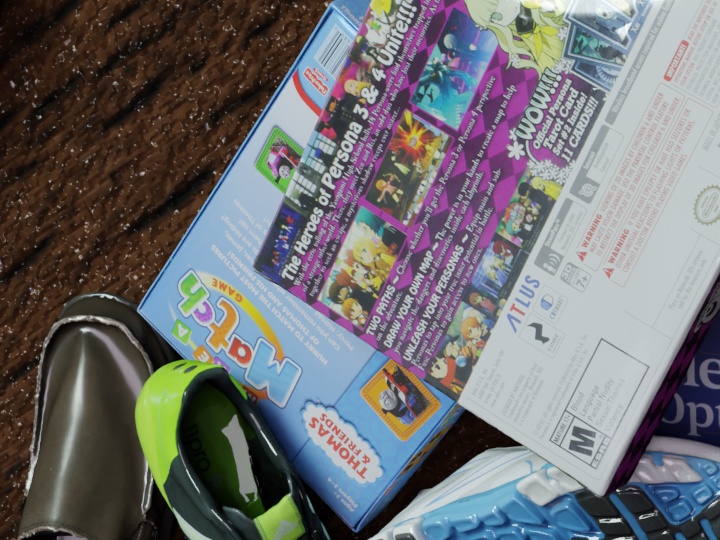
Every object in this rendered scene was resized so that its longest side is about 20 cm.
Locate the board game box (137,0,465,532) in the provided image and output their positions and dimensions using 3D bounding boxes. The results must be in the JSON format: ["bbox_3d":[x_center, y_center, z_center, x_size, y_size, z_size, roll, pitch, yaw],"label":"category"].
[{"bbox_3d":[0.000,0.000,0.911,0.151,0.037,0.200,44,126,11],"label":"board game box"}]

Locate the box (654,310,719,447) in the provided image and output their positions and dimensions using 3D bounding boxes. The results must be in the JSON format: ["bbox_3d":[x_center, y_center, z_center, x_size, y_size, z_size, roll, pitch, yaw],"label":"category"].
[{"bbox_3d":[0.174,0.040,0.862,0.120,0.032,0.202,5,114,23],"label":"box"}]

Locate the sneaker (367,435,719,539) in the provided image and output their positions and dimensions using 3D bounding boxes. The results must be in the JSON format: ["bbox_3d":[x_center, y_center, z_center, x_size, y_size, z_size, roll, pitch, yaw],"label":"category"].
[{"bbox_3d":[0.085,0.100,0.889,0.199,0.087,0.075,-17,112,34],"label":"sneaker"}]

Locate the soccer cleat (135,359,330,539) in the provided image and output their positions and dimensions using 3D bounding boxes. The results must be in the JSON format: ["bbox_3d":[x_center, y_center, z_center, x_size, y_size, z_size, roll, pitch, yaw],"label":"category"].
[{"bbox_3d":[-0.040,0.132,0.926,0.067,0.081,0.201,-31,94,-20],"label":"soccer cleat"}]

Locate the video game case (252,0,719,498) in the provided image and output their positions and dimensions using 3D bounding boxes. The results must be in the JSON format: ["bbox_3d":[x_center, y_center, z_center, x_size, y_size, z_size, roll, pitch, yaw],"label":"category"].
[{"bbox_3d":[0.070,-0.043,0.803,0.181,0.036,0.201,31,108,21],"label":"video game case"}]

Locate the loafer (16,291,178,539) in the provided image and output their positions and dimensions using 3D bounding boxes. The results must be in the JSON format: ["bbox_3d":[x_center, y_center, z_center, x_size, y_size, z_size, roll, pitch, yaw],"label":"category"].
[{"bbox_3d":[-0.125,0.111,0.968,0.072,0.071,0.202,-1,91,15],"label":"loafer"}]
